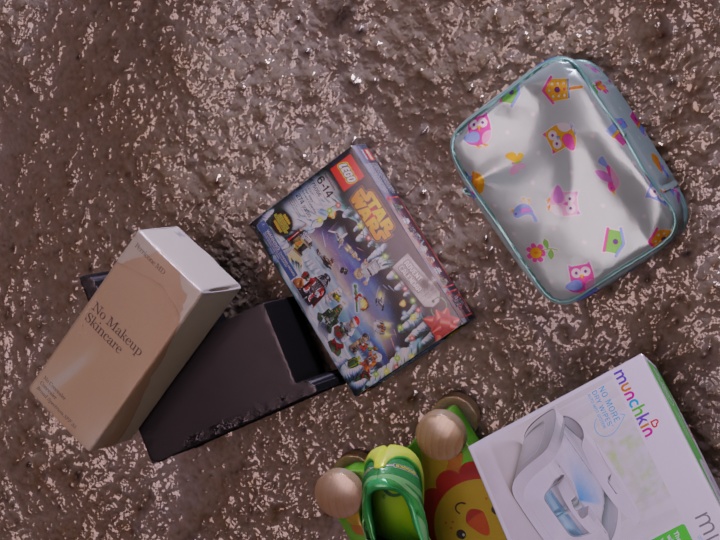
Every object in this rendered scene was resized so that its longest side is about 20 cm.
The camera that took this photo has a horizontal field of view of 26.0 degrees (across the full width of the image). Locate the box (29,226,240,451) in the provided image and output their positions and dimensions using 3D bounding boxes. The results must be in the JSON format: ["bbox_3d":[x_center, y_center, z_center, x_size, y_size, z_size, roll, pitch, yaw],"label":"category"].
[{"bbox_3d":[-0.213,0.063,1.469,0.095,0.078,0.200,41,108,16],"label":"box"}]

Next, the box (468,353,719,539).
[{"bbox_3d":[0.216,0.206,1.319,0.176,0.097,0.201,-29,57,12],"label":"box"}]

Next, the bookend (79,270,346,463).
[{"bbox_3d":[-0.143,0.057,1.531,0.198,0.092,0.201,-25,85,23],"label":"bookend"}]

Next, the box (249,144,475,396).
[{"bbox_3d":[0.000,0.000,1.489,0.137,0.040,0.201,-36,82,23],"label":"box"}]

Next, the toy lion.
[{"bbox_3d":[0.084,0.230,1.476,0.199,0.069,0.192,-32,91,24],"label":"toy lion"}]

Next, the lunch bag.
[{"bbox_3d":[0.179,-0.080,1.379,0.160,0.077,0.201,-36,82,25],"label":"lunch bag"}]

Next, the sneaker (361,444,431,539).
[{"bbox_3d":[0.038,0.261,1.426,0.074,0.084,0.201,-12,106,20],"label":"sneaker"}]
